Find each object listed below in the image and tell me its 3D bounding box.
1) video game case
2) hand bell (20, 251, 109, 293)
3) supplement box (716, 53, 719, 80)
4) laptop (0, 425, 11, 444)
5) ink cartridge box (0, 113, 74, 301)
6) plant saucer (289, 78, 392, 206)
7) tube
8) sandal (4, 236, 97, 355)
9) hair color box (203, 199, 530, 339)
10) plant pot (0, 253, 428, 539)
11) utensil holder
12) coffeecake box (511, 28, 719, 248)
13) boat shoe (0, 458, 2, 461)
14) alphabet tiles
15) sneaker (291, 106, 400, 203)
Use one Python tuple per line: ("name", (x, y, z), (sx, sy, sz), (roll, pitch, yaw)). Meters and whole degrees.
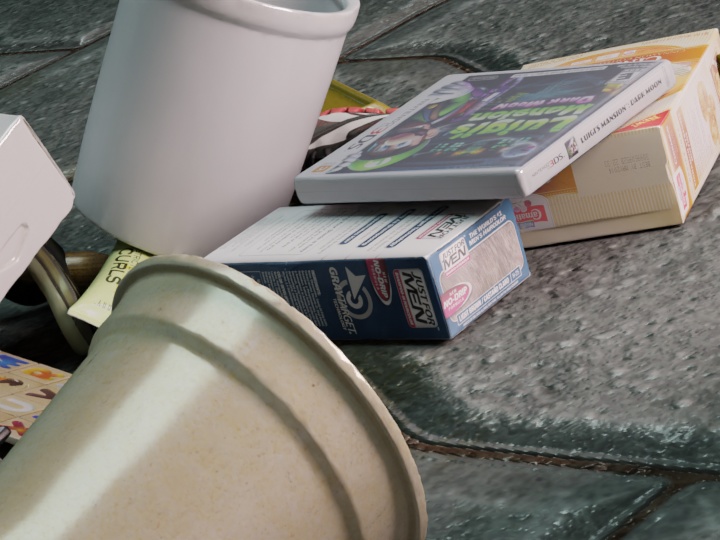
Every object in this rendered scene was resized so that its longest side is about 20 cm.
("video game case", (0.082, -0.093, 1.625), (0.199, 0.023, 0.182), (0, 27, 43))
("hand bell", (-0.272, 0.006, 1.822), (0.198, 0.105, 0.104), (-6, 18, -3))
("supplement box", (0.305, -0.031, 1.191), (0.199, 0.198, 0.133), (-17, 18, -4))
("laptop", (-0.338, 0.110, 1.352), (0.199, 0.116, 0.187), (-16, 19, 36))
("ink cartridge box", (-0.320, -0.039, 1.690), (0.199, 0.086, 0.148), (7, 52, 39))
("plant saucer", (-0.063, -0.103, 1.980), (0.199, 0.049, 0.200), (-22, 19, -13))
("tube", (-0.156, 0.012, 1.719), (0.058, 0.052, 0.200), (-14, 18, 8))
("sandal", (-0.243, -0.003, 1.736), (0.057, 0.080, 0.201), (-37, 42, 0))
("hair color box", (0.000, 0.000, 1.597), (0.199, 0.061, 0.100), (-2, 24, 40))
("plant pot", (-0.102, 0.127, 1.151), (0.200, 0.201, 0.183), (4, 39, 48))
("utensil holder", (-0.110, -0.126, 1.757), (0.169, 0.201, 0.170), (17, 20, -6))
("coffeecake box", (0.166, -0.091, 1.694), (0.153, 0.074, 0.200), (-9, 21, 23))
("boat shoe", (-0.274, 0.160, 1.381), (0.067, 0.057, 0.200), (-1, 24, 40))
("alphabet tiles", (-0.261, 0.075, 1.569), (0.199, 0.006, 0.166), (15, 17, 31))
("sneaker", (0.006, -0.082, 1.813), (0.199, 0.071, 0.098), (-7, 18, 24))
